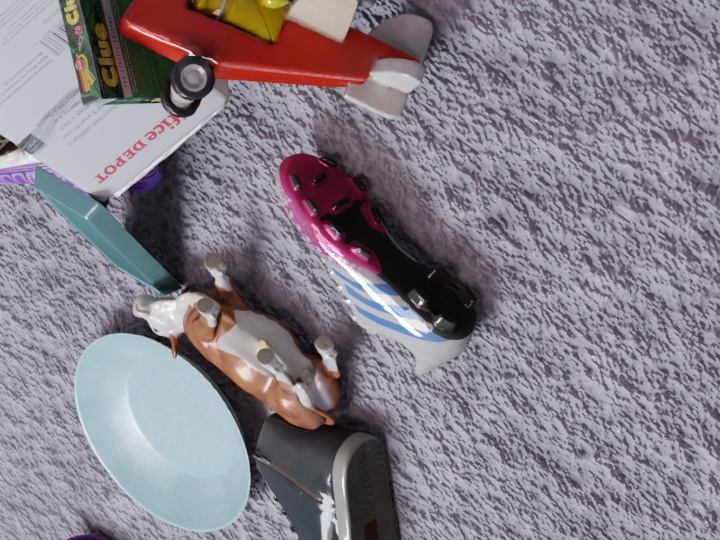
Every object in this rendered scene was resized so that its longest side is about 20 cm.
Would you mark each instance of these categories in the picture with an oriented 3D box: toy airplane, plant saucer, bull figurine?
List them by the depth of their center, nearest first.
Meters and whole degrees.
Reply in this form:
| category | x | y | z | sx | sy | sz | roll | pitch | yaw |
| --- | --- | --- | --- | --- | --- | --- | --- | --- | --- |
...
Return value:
| category | x | y | z | sx | sy | sz | roll | pitch | yaw |
| --- | --- | --- | --- | --- | --- | --- | --- | --- | --- |
| toy airplane | -0.044 | -0.180 | 1.577 | 0.199 | 0.199 | 0.142 | -5 | 81 | 33 |
| plant saucer | -0.207 | -0.028 | 1.822 | 0.070 | 0.019 | 0.200 | 30 | 171 | 23 |
| bull figurine | -0.098 | 0.055 | 1.825 | 0.200 | 0.065 | 0.122 | 32 | 159 | 13 |
| plant saucer | -0.165 | 0.135 | 1.966 | 0.200 | 0.039 | 0.202 | 22 | 130 | 29 |

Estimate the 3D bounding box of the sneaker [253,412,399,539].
| category | x | y | z | sx | sy | sz | roll | pitch | yaw |
| --- | --- | --- | --- | --- | --- | --- | --- | --- | --- |
| sneaker | -0.029 | 0.215 | 1.887 | 0.106 | 0.075 | 0.201 | 17 | 118 | 37 |

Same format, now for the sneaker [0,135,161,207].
| category | x | y | z | sx | sy | sz | roll | pitch | yaw |
| --- | --- | --- | --- | --- | --- | --- | --- | --- | --- |
| sneaker | -0.250 | -0.082 | 1.867 | 0.199 | 0.081 | 0.084 | -2 | 122 | 40 |

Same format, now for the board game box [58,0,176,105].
| category | x | y | z | sx | sy | sz | roll | pitch | yaw |
| --- | --- | --- | --- | --- | --- | --- | --- | --- | --- |
| board game box | -0.181 | -0.217 | 1.586 | 0.023 | 0.105 | 0.201 | -15 | 86 | 30 |

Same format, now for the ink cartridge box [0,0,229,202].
| category | x | y | z | sx | sy | sz | roll | pitch | yaw |
| --- | --- | --- | --- | --- | --- | --- | --- | --- | --- |
| ink cartridge box | -0.218 | -0.163 | 1.680 | 0.145 | 0.084 | 0.200 | -36 | 129 | 24 |

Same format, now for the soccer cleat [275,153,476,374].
| category | x | y | z | sx | sy | sz | roll | pitch | yaw |
| --- | --- | --- | --- | --- | --- | --- | --- | --- | --- |
| soccer cleat | 0.000 | 0.000 | 1.710 | 0.200 | 0.070 | 0.086 | 45 | 137 | 8 |

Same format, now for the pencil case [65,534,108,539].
| category | x | y | z | sx | sy | sz | roll | pitch | yaw |
| --- | --- | --- | --- | --- | --- | --- | --- | --- | --- |
| pencil case | -0.273 | 0.348 | 2.166 | 0.092 | 0.085 | 0.201 | 13 | 130 | -1 |
